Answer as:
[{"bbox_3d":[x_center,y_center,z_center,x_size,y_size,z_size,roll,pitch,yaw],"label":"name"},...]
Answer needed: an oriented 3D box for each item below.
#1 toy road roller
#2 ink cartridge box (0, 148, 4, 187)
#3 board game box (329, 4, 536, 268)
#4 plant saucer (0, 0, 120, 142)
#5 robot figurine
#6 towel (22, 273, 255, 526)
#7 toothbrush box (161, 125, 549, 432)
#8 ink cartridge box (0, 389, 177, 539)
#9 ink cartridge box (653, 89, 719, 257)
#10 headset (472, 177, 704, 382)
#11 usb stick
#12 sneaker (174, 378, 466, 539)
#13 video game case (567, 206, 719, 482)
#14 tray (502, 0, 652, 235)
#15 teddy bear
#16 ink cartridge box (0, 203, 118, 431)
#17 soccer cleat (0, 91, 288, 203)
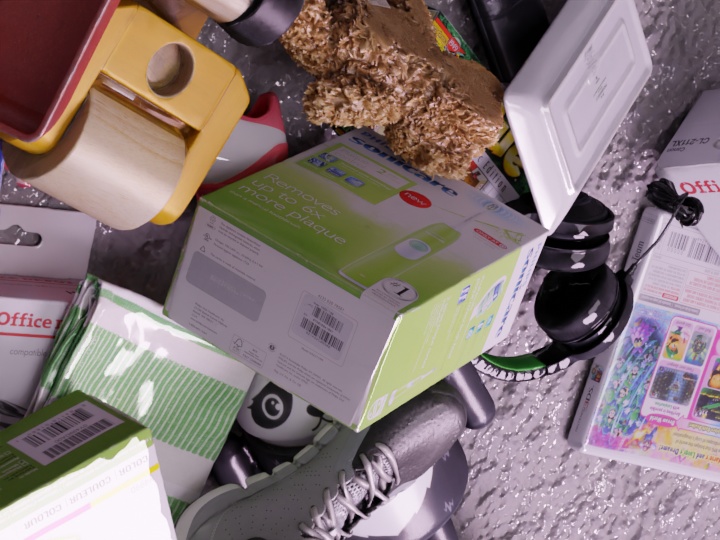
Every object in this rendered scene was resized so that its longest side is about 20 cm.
[{"bbox_3d":[-0.140,-0.138,1.412,0.123,0.146,0.200,30,89,-44],"label":"toy road roller"},{"bbox_3d":[-0.272,0.021,1.399,0.119,0.042,0.201,11,98,3],"label":"ink cartridge box"},{"bbox_3d":[0.068,-0.071,1.661,0.105,0.023,0.200,-52,127,-13],"label":"board game box"},{"bbox_3d":[-0.190,-0.184,1.344,0.037,0.199,0.201,28,88,-58],"label":"plant saucer"},{"bbox_3d":[-0.005,0.108,1.599,0.150,0.125,0.200,-47,127,-30],"label":"robot figurine"},{"bbox_3d":[-0.147,0.116,1.483,0.152,0.023,0.201,25,88,-43],"label":"towel"},{"bbox_3d":[0.000,0.000,1.502,0.200,0.145,0.086,-26,141,-57],"label":"toothbrush box"},{"bbox_3d":[-0.176,0.192,1.420,0.148,0.076,0.201,-29,122,-30],"label":"ink cartridge box"},{"bbox_3d":[0.325,-0.037,1.753,0.200,0.145,0.083,50,60,-28],"label":"ink cartridge box"},{"bbox_3d":[0.141,-0.007,1.689,0.199,0.094,0.124,-24,120,-11],"label":"headset"},{"bbox_3d":[0.079,-0.214,1.614,0.055,0.033,0.201,-40,124,-28],"label":"usb stick"},{"bbox_3d":[-0.010,0.151,1.481,0.200,0.116,0.075,-32,124,2],"label":"sneaker"},{"bbox_3d":[0.255,0.061,1.833,0.200,0.024,0.183,14,96,-38],"label":"video game case"},{"bbox_3d":[0.151,-0.121,1.644,0.200,0.022,0.108,-55,133,-46],"label":"tray"},{"bbox_3d":[-0.002,-0.135,1.538,0.200,0.145,0.067,27,128,-34],"label":"teddy bear"},{"bbox_3d":[-0.207,0.065,1.479,0.115,0.067,0.201,4,102,-36],"label":"ink cartridge box"},{"bbox_3d":[-0.129,-0.079,1.498,0.199,0.067,0.077,5,86,-37],"label":"soccer cleat"}]
